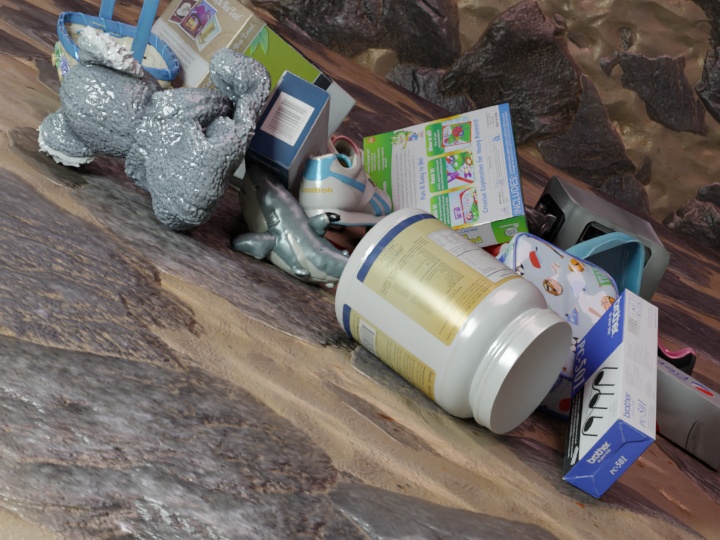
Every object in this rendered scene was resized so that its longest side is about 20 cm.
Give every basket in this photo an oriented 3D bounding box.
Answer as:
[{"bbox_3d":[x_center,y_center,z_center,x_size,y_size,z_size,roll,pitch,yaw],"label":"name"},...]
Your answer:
[{"bbox_3d":[-0.280,-0.266,1.498,0.137,0.203,0.176,12,19,-28],"label":"basket"}]

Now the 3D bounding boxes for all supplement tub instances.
[{"bbox_3d":[0.088,0.048,1.228,0.199,0.146,0.144,36,16,29],"label":"supplement tub"}]

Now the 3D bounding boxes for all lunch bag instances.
[{"bbox_3d":[0.205,0.058,1.412,0.158,0.076,0.202,22,46,-17],"label":"lunch bag"}]

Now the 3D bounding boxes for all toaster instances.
[{"bbox_3d":[0.304,0.001,1.743,0.198,0.183,0.119,25,18,-12],"label":"toaster"}]

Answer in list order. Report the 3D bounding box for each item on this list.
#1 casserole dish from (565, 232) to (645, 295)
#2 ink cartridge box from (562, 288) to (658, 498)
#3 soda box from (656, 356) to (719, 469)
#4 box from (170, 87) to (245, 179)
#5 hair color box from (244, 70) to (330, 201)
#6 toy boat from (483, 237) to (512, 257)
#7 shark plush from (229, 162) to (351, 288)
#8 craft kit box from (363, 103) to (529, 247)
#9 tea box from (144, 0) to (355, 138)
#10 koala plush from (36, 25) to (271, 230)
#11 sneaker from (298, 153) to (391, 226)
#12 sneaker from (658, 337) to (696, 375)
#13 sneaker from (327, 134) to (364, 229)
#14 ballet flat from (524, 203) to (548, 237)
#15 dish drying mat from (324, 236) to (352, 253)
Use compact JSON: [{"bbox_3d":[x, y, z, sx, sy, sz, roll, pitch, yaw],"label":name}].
[{"bbox_3d":[0.281,0.029,1.567,0.120,0.202,0.039,-18,45,-17],"label":"casserole dish"},{"bbox_3d":[0.244,0.115,1.253,0.044,0.094,0.201,29,36,-7],"label":"ink cartridge box"},{"bbox_3d":[0.362,0.151,1.545,0.199,0.069,0.063,34,15,19],"label":"soda box"},{"bbox_3d":[-0.190,-0.178,1.718,0.143,0.037,0.200,24,16,-18],"label":"box"},{"bbox_3d":[-0.083,-0.132,1.458,0.060,0.101,0.200,27,-16,5],"label":"hair color box"},{"bbox_3d":[0.147,0.014,1.570,0.129,0.132,0.200,-15,34,-24],"label":"toy boat"},{"bbox_3d":[-0.052,-0.030,1.359,0.199,0.084,0.091,34,15,21],"label":"shark plush"},{"bbox_3d":[0.101,-0.105,1.590,0.049,0.194,0.202,69,15,-46],"label":"craft kit box"},{"bbox_3d":[-0.145,-0.246,1.616,0.196,0.134,0.200,37,6,-38],"label":"tea box"},{"bbox_3d":[-0.217,-0.150,1.304,0.198,0.178,0.185,28,34,-13],"label":"koala plush"},{"bbox_3d":[-0.012,-0.092,1.479,0.075,0.082,0.200,2,3,17],"label":"sneaker"},{"bbox_3d":[0.341,0.093,1.658,0.198,0.096,0.079,29,16,8],"label":"sneaker"},{"bbox_3d":[-0.039,-0.135,1.713,0.074,0.106,0.200,20,15,-19],"label":"sneaker"},{"bbox_3d":[0.184,-0.039,1.694,0.057,0.066,0.200,47,-30,1],"label":"ballet flat"},{"bbox_3d":[0.000,0.000,1.492,0.198,0.018,0.077,28,13,3],"label":"dish drying mat"}]
